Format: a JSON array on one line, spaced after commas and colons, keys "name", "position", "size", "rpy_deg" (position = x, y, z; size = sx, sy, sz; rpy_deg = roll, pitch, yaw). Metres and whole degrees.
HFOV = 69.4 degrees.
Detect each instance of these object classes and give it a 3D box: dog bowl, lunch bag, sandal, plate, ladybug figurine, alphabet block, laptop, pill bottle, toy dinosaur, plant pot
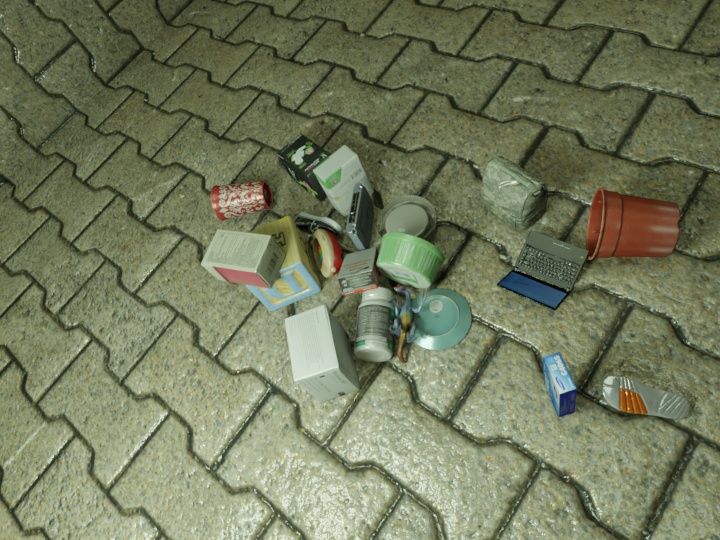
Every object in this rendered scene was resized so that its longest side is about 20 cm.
[{"name": "dog bowl", "position": [0.156, -0.148, 1.710], "size": [0.199, 0.059, 0.201], "rpy_deg": [-9, 58, 15]}, {"name": "lunch bag", "position": [0.470, -0.243, 1.590], "size": [0.139, 0.168, 0.200], "rpy_deg": [-39, 56, -6]}, {"name": "sandal", "position": [0.678, 0.312, 1.257], "size": [0.206, 0.059, 0.080], "rpy_deg": [16, 82, 4]}, {"name": "plate", "position": [0.226, 0.137, 1.535], "size": [0.199, 0.026, 0.201], "rpy_deg": [-9, 58, 15]}, {"name": "ladybug figurine", "position": [-0.105, -0.058, 1.712], "size": [0.072, 0.136, 0.200], "rpy_deg": [-5, 42, -19]}, {"name": "alphabet block", "position": [-0.263, -0.021, 1.701], "size": [0.196, 0.196, 0.201], "rpy_deg": [-21, 55, 4]}, {"name": "laptop", "position": [0.513, -0.006, 1.467], "size": [0.177, 0.103, 0.201], "rpy_deg": [26, 91, 29]}, {"name": "pill bottle", "position": [0.044, 0.157, 1.533], "size": [0.113, 0.113, 0.201], "rpy_deg": [-4, 60, 17]}, {"name": "toy dinosaur", "position": [0.120, 0.131, 1.528], "size": [0.105, 0.201, 0.182], "rpy_deg": [17, 28, -4]}, {"name": "plant pot", "position": [0.740, -0.118, 1.417], "size": [0.194, 0.201, 0.202], "rpy_deg": [7, 63, 14]}]

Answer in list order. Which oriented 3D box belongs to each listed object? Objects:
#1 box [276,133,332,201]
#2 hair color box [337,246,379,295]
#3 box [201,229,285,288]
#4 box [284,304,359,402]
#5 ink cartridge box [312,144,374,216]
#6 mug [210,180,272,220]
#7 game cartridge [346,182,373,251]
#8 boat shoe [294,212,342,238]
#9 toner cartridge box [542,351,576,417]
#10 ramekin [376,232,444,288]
[{"name": "box", "position": [-0.182, -0.379, 1.912], "size": [0.124, 0.149, 0.200], "rpy_deg": [-42, 55, -10]}, {"name": "hair color box", "position": [0.000, 0.000, 1.613], "size": [0.110, 0.064, 0.200], "rpy_deg": [-13, 20, 12]}, {"name": "box", "position": [-0.348, -0.035, 1.559], "size": [0.199, 0.109, 0.128], "rpy_deg": [8, 64, 24]}, {"name": "box", "position": [-0.107, 0.240, 1.484], "size": [0.130, 0.199, 0.201], "rpy_deg": [-20, 56, 7]}, {"name": "ink cartridge box", "position": [-0.055, -0.305, 1.793], "size": [0.145, 0.200, 0.088], "rpy_deg": [-41, 52, -6]}, {"name": "mug", "position": [-0.441, -0.287, 1.963], "size": [0.199, 0.134, 0.178], "rpy_deg": [-8, 60, 11]}, {"name": "game cartridge", "position": [0.002, -0.173, 1.733], "size": [0.040, 0.133, 0.201], "rpy_deg": [-5, 58, 25]}, {"name": "boat shoe", "position": [-0.152, -0.149, 1.808], "size": [0.199, 0.074, 0.068], "rpy_deg": [21, 65, 29]}, {"name": "toner cartridge box", "position": [0.479, 0.279, 1.254], "size": [0.043, 0.200, 0.095], "rpy_deg": [-21, 55, 8]}, {"name": "ramekin", "position": [0.144, -0.025, 1.562], "size": [0.199, 0.200, 0.098], "rpy_deg": [14, 73, 26]}]
